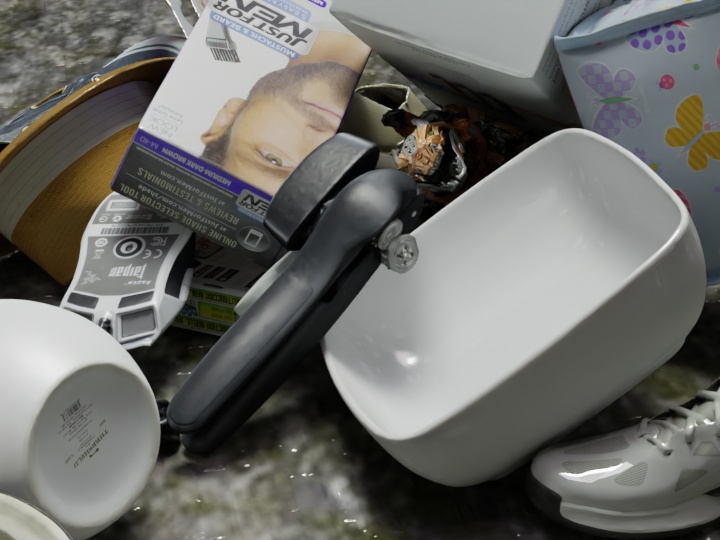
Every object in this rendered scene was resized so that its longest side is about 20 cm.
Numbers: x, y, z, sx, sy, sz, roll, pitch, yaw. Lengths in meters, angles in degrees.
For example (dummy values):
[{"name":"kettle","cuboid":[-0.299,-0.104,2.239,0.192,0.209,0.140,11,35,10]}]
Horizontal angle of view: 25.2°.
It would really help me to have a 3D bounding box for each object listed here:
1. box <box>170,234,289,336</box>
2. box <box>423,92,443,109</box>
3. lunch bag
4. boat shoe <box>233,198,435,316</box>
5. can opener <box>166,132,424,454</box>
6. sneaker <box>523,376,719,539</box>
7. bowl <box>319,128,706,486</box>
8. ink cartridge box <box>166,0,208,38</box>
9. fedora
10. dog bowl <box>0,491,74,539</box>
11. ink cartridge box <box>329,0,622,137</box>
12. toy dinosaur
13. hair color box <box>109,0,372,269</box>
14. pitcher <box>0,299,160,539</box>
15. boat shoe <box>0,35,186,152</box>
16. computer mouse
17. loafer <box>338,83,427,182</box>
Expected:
[{"name":"box","cuboid":[-0.070,-0.018,1.081,0.110,0.035,0.200,11,28,25]},{"name":"box","cuboid":[0.164,-0.124,1.197,0.200,0.049,0.161,8,-2,19]},{"name":"lunch bag","cuboid":[0.236,-0.089,0.904,0.200,0.170,0.127,-10,17,42]},{"name":"boat shoe","cuboid":[0.000,0.000,0.990,0.064,0.071,0.200,51,37,6]},{"name":"can opener","cuboid":[-0.035,0.018,0.888,0.079,0.063,0.200,25,74,35]},{"name":"sneaker","cuboid":[0.178,0.062,0.798,0.200,0.116,0.076,-6,25,-9]},{"name":"bowl","cuboid":[0.084,0.025,0.863,0.200,0.075,0.200,-37,25,2]},{"name":"ink cartridge box","cuboid":[-0.093,-0.157,1.175,0.047,0.160,0.200,-36,-18,22]},{"name":"fedora","cuboid":[-0.170,-0.053,1.067,0.082,0.201,0.201,50,44,10]},{"name":"dog bowl","cuboid":[-0.205,0.167,0.647,0.200,0.074,0.200,-2,26,1]},{"name":"ink cartridge box","cuboid":[0.102,-0.178,1.033,0.144,0.146,0.200,21,-1,24]},{"name":"toy dinosaur","cuboid":[0.079,-0.072,1.048,0.136,0.102,0.200,33,33,5]},{"name":"hair color box","cuboid":[-0.066,-0.107,1.006,0.109,0.065,0.200,27,47,-7]},{"name":"pitcher","cuboid":[-0.209,0.088,0.791,0.200,0.121,0.172,6,44,41]},{"name":"boat shoe","cuboid":[-0.199,-0.100,1.163,0.200,0.071,0.091,-25,11,31]},{"name":"computer mouse","cuboid":[-0.137,0.025,0.948,0.109,0.044,0.200,-1,43,15]},{"name":"loafer","cuboid":[0.027,-0.097,1.149,0.200,0.068,0.076,6,6,-42]}]
